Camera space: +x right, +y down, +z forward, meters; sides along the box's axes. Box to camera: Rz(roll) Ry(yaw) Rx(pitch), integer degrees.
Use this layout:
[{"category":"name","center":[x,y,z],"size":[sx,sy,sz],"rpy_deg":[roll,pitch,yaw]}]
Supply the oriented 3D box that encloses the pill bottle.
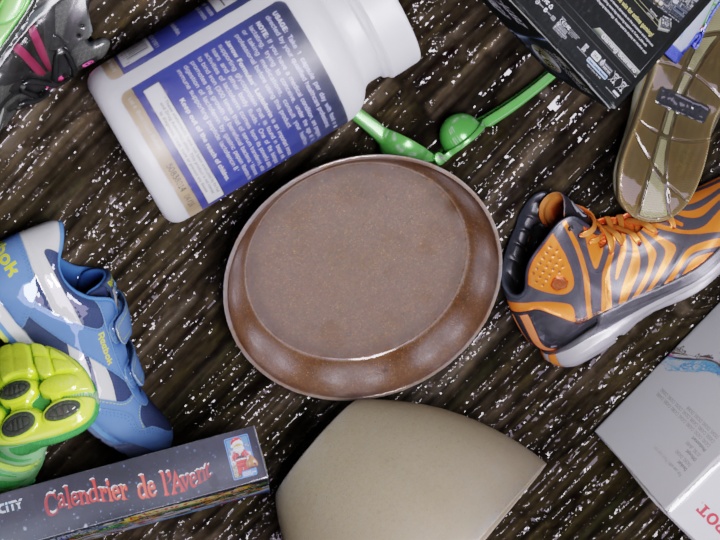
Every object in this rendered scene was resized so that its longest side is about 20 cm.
[{"category":"pill bottle","center":[-0.068,-0.128,1.409],"size":[0.199,0.116,0.116],"rpy_deg":[-31,116,-3]}]

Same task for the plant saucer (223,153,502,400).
[{"category":"plant saucer","center":[0.000,0.000,1.509],"size":[0.198,0.035,0.202],"rpy_deg":[-6,123,-9]}]

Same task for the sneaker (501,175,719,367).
[{"category":"sneaker","center":[0.189,-0.025,1.549],"size":[0.200,0.078,0.112],"rpy_deg":[-38,117,0]}]

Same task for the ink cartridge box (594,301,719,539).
[{"category":"ink cartridge box","center":[0.309,0.120,1.604],"size":[0.200,0.146,0.147],"rpy_deg":[-45,117,3]}]

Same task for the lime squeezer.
[{"category":"lime squeezer","center":[0.052,-0.108,1.506],"size":[0.198,0.038,0.071],"rpy_deg":[-4,81,-15]}]

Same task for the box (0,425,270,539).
[{"category":"box","center":[-0.161,0.155,1.468],"size":[0.198,0.137,0.038],"rpy_deg":[-15,82,-4]}]

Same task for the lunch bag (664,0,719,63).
[{"category":"lunch bag","center":[0.181,-0.256,1.434],"size":[0.199,0.124,0.171],"rpy_deg":[31,98,-17]}]

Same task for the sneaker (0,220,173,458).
[{"category":"sneaker","center":[-0.182,0.050,1.468],"size":[0.082,0.074,0.200],"rpy_deg":[-40,118,-2]}]

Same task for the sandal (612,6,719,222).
[{"category":"sandal","center":[0.231,-0.128,1.531],"size":[0.080,0.054,0.201],"rpy_deg":[26,85,-10]}]

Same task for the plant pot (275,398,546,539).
[{"category":"plant pot","center":[0.019,0.169,1.529],"size":[0.134,0.200,0.201],"rpy_deg":[41,96,8]}]

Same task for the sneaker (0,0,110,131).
[{"category":"sneaker","center":[-0.208,-0.140,1.384],"size":[0.083,0.077,0.201],"rpy_deg":[26,102,-20]}]

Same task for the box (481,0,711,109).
[{"category":"box","center":[0.130,-0.228,1.308],"size":[0.164,0.086,0.200],"rpy_deg":[-49,120,0]}]

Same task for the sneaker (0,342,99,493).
[{"category":"sneaker","center":[-0.236,0.102,1.438],"size":[0.083,0.199,0.075],"rpy_deg":[26,57,-39]}]
